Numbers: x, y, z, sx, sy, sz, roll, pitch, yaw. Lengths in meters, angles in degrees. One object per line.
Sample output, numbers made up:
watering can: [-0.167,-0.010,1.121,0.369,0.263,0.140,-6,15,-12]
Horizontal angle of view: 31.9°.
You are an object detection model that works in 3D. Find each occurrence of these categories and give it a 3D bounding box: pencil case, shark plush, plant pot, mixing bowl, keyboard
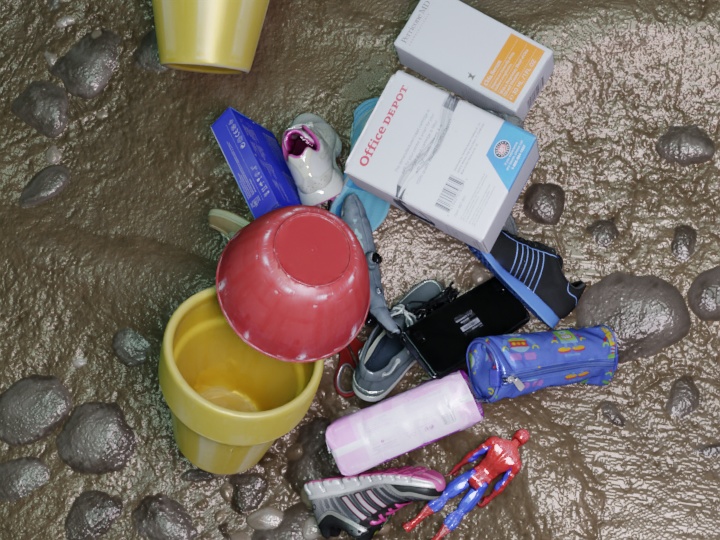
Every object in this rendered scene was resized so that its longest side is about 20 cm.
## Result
pencil case: [0.229,0.115,1.574,0.197,0.087,0.079,-5,110,-23]
shark plush: [0.000,0.000,1.626,0.090,0.084,0.202,10,46,-22]
plant pot: [-0.211,-0.376,1.758,0.198,0.201,0.192,5,93,11]
mixing bowl: [-0.070,-0.003,1.521,0.197,0.109,0.203,7,63,-13]
plant pot: [-0.163,0.153,1.598,0.198,0.190,0.203,9,49,-11]
keyboard: [0.126,0.068,1.627,0.199,0.040,0.105,-26,74,-40]

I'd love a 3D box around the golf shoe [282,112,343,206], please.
golf shoe: [-0.069,-0.170,1.692,0.075,0.092,0.201,-25,35,7]

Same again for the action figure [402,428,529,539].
action figure: [0.142,0.275,1.615,0.200,0.052,0.066,-43,78,-1]

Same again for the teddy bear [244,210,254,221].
teddy bear: [-0.106,-0.006,1.720,0.144,0.067,0.202,-27,65,-1]

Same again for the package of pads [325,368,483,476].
package of pads: [0.057,0.194,1.609,0.198,0.120,0.077,-23,86,5]

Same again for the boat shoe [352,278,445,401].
boat shoe: [0.056,0.080,1.638,0.072,0.062,0.201,29,60,17]

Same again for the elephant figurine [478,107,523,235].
elephant figurine: [0.140,-0.113,1.669,0.154,0.140,0.203,16,97,42]

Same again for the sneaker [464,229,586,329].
sneaker: [0.208,-0.016,1.629,0.078,0.070,0.200,-46,108,-2]

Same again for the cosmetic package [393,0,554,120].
cosmetic package: [0.156,-0.293,1.727,0.198,0.071,0.102,31,85,16]

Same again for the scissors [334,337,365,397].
scissors: [-0.021,0.077,1.708,0.072,0.014,0.203,-21,72,13]

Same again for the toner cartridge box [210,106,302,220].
toner cartridge box: [-0.128,-0.126,1.692,0.043,0.095,0.201,-41,50,17]

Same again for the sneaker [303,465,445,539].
sneaker: [0.021,0.302,1.610,0.197,0.074,0.089,-11,84,25]

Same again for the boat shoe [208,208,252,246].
boat shoe: [-0.129,-0.016,1.652,0.199,0.073,0.064,31,86,18]

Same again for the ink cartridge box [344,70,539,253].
ink cartridge box: [0.102,-0.134,1.562,0.198,0.084,0.146,28,86,15]

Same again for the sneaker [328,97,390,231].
sneaker: [0.009,-0.143,1.725,0.079,0.131,0.202,20,117,-16]
